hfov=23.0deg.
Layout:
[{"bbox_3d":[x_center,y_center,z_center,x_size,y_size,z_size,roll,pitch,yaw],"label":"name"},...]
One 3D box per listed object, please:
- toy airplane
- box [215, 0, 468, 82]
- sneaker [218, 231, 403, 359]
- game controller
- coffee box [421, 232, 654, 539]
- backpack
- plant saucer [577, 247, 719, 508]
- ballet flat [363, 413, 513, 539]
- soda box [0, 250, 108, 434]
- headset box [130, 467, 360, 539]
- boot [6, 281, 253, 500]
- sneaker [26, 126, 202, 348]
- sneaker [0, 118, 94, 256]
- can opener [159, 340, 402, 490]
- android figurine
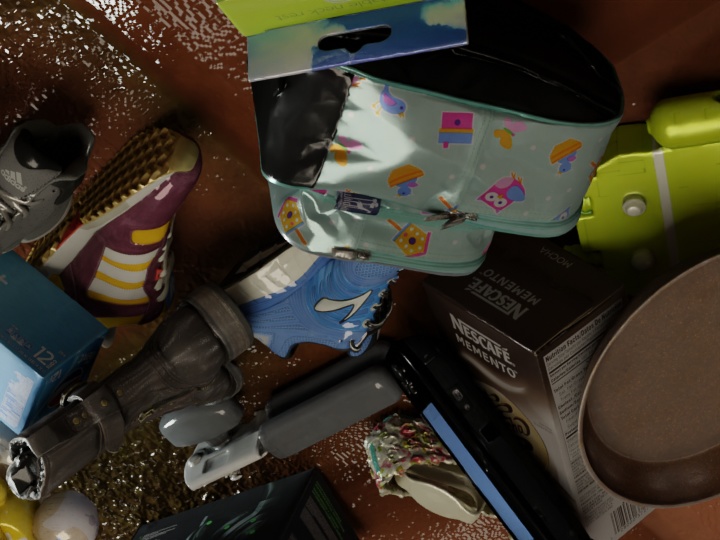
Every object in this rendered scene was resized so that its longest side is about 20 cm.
[{"bbox_3d":[-0.238,0.158,1.249,0.141,0.199,0.200,12,180,27],"label":"toy airplane"},{"bbox_3d":[-0.011,-0.202,0.883,0.122,0.200,0.048,-8,160,17],"label":"box"},{"bbox_3d":[0.000,0.000,1.140,0.200,0.079,0.089,-27,109,38],"label":"sneaker"},{"bbox_3d":[0.083,0.128,1.157,0.200,0.042,0.104,54,162,7],"label":"game controller"},{"bbox_3d":[0.124,0.079,1.163,0.080,0.113,0.200,-36,131,-20],"label":"coffee box"},{"bbox_3d":[0.040,-0.086,0.990,0.200,0.176,0.153,4,119,-12],"label":"backpack"},{"bbox_3d":[0.218,0.060,1.102,0.200,0.034,0.200,-14,128,-18],"label":"plant saucer"},{"bbox_3d":[0.096,0.163,1.290,0.200,0.064,0.076,15,132,-6],"label":"ballet flat"},{"bbox_3d":[-0.265,0.012,1.147,0.200,0.068,0.064,39,132,10],"label":"soda box"},{"bbox_3d":[-0.105,0.250,1.314,0.174,0.200,0.093,-21,110,24],"label":"headset box"},{"bbox_3d":[-0.160,0.089,1.160,0.069,0.174,0.200,49,161,9],"label":"boot"},{"bbox_3d":[-0.145,-0.018,1.157,0.090,0.075,0.200,36,136,-20],"label":"sneaker"},{"bbox_3d":[-0.235,-0.037,1.063,0.075,0.200,0.115,47,139,-2],"label":"sneaker"},{"bbox_3d":[-0.058,0.102,1.264,0.200,0.053,0.066,-24,124,27],"label":"can opener"},{"bbox_3d":[0.219,-0.039,1.106,0.200,0.041,0.182,-6,131,11],"label":"android figurine"}]
